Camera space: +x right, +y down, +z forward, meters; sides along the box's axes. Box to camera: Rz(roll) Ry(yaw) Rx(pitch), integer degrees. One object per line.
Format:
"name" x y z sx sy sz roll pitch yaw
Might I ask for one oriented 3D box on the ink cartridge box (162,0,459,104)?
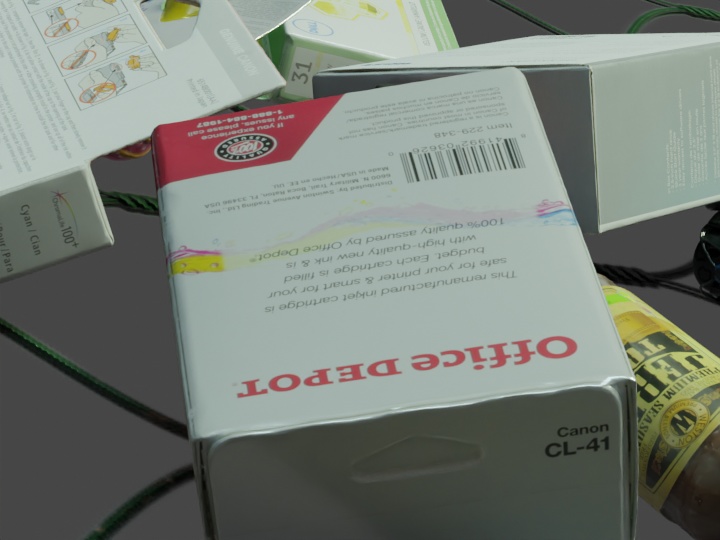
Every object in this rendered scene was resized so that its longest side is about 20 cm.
"ink cartridge box" -0.049 -0.131 1.429 0.199 0.048 0.146 14 21 -11

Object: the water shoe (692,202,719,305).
"water shoe" 0.196 0.008 1.238 0.078 0.072 0.200 -1 13 6

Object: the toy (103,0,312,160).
"toy" -0.121 -0.078 1.214 0.115 0.047 0.200 12 38 38

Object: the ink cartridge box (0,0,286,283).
"ink cartridge box" -0.133 -0.069 1.106 0.175 0.045 0.200 -20 31 -8

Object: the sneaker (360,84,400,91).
"sneaker" 0.000 0.000 1.097 0.075 0.079 0.200 11 35 23

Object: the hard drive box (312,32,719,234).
"hard drive box" 0.098 -0.069 1.257 0.155 0.077 0.200 2 9 37

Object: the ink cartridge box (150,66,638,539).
"ink cartridge box" 0.007 0.021 0.930 0.147 0.086 0.200 -8 36 -3

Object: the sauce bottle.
"sauce bottle" 0.134 0.068 1.025 0.064 0.065 0.200 -1 25 -36
